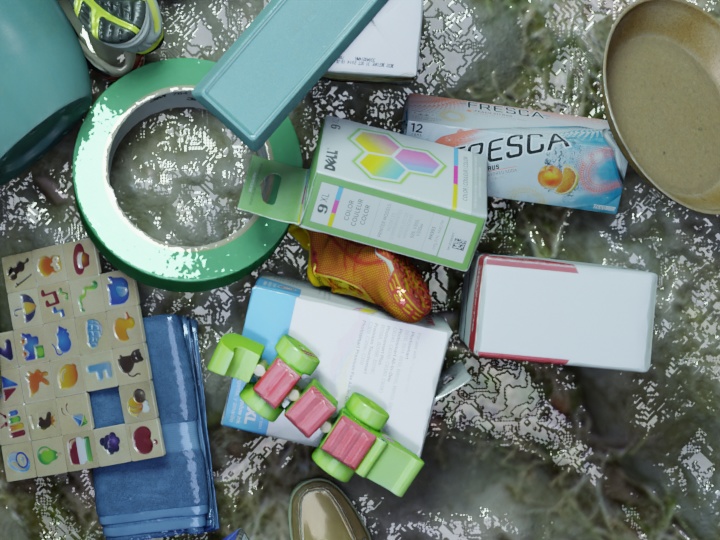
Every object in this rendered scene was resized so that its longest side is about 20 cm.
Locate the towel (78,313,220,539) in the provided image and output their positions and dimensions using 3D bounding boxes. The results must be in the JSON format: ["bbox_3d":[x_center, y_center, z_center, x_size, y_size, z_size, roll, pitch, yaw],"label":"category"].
[{"bbox_3d":[-0.192,0.141,1.490,0.111,0.049,0.202,-6,92,10],"label":"towel"}]

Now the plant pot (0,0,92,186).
[{"bbox_3d":[-0.322,-0.165,1.386,0.200,0.201,0.161,-41,89,3],"label":"plant pot"}]

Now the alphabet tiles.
[{"bbox_3d":[-0.262,0.078,1.476,0.166,0.008,0.202,-11,86,23],"label":"alphabet tiles"}]

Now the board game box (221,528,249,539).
[{"bbox_3d":[-0.098,0.352,1.456,0.096,0.159,0.201,-32,94,3],"label":"board game box"}]

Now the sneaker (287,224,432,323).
[{"bbox_3d":[0.000,0.000,1.425,0.077,0.200,0.073,-45,125,1],"label":"sneaker"}]

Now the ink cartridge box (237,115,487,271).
[{"bbox_3d":[0.005,-0.072,1.385,0.198,0.104,0.060,14,121,-4],"label":"ink cartridge box"}]

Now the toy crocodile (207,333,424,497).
[{"bbox_3d":[-0.036,0.117,1.359,0.200,0.062,0.068,39,96,-5],"label":"toy crocodile"}]

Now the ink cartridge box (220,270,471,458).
[{"bbox_3d":[-0.008,0.089,1.451,0.198,0.129,0.126,14,95,-1],"label":"ink cartridge box"}]

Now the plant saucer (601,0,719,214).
[{"bbox_3d":[0.277,-0.139,1.440,0.199,0.035,0.202,12,67,-30],"label":"plant saucer"}]

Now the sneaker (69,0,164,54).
[{"bbox_3d":[-0.230,-0.261,1.408,0.075,0.076,0.201,-29,69,8],"label":"sneaker"}]

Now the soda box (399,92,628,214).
[{"bbox_3d":[0.133,-0.104,1.458,0.198,0.069,0.064,7,118,-1],"label":"soda box"}]

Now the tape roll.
[{"bbox_3d":[-0.151,-0.083,1.447,0.199,0.048,0.202,2,77,-9],"label":"tape roll"}]

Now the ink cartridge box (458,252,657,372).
[{"bbox_3d":[0.163,0.032,1.413,0.143,0.200,0.084,6,91,-1],"label":"ink cartridge box"}]

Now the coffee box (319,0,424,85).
[{"bbox_3d":[-0.007,-0.201,1.391,0.113,0.200,0.080,5,95,-1],"label":"coffee box"}]

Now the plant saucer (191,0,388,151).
[{"bbox_3d":[-0.042,-0.189,1.283,0.070,0.019,0.200,41,93,-3],"label":"plant saucer"}]

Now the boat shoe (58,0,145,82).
[{"bbox_3d":[-0.258,-0.253,1.456,0.071,0.063,0.201,-34,93,4],"label":"boat shoe"}]

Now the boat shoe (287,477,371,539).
[{"bbox_3d":[-0.014,0.286,1.492,0.071,0.076,0.201,-21,94,2],"label":"boat shoe"}]
